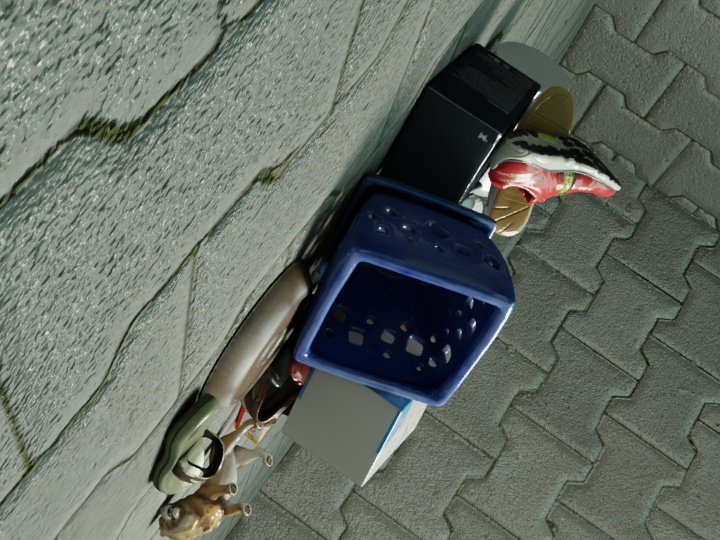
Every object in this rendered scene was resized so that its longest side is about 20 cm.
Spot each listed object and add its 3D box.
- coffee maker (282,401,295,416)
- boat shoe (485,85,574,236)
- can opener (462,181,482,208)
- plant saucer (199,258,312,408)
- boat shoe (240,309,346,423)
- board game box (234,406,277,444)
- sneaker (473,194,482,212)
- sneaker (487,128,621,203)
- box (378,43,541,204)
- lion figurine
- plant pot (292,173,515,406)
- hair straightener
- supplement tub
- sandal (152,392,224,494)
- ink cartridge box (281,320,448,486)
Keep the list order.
[{"bbox_3d":[-0.052,0.271,2.010,0.192,0.200,0.135,-54,174,-19],"label":"coffee maker"},{"bbox_3d":[0.207,-0.146,1.390,0.200,0.071,0.069,-65,-161,11],"label":"boat shoe"},{"bbox_3d":[0.082,-0.076,1.420,0.200,0.053,0.067,-25,120,-34],"label":"can opener"},{"bbox_3d":[-0.109,0.078,1.203,0.200,0.032,0.200,-54,175,-7],"label":"plant saucer"},{"bbox_3d":[-0.071,0.116,1.375,0.200,0.072,0.072,-43,-156,-1],"label":"boat shoe"},{"bbox_3d":[-0.109,0.150,1.565,0.152,0.046,0.200,-52,174,-33],"label":"board game box"},{"bbox_3d":[0.068,-0.093,1.524,0.200,0.114,0.076,-7,124,-35],"label":"sneaker"},{"bbox_3d":[0.236,-0.119,1.338,0.085,0.200,0.077,-58,-141,29],"label":"sneaker"},{"bbox_3d":[0.126,-0.175,1.364,0.149,0.107,0.200,-59,175,34],"label":"box"},{"bbox_3d":[-0.193,0.284,1.479,0.122,0.073,0.200,-18,-152,35],"label":"lion figurine"},{"bbox_3d":[0.051,0.013,1.263,0.180,0.199,0.200,-83,-164,-48],"label":"plant pot"},{"bbox_3d":[-0.076,0.062,1.343,0.077,0.041,0.200,-11,-138,33],"label":"hair straightener"},{"bbox_3d":[0.211,-0.226,1.622,0.145,0.144,0.200,-49,172,-51],"label":"supplement tub"},{"bbox_3d":[-0.179,0.201,1.171,0.080,0.057,0.201,-53,174,-31],"label":"sandal"},{"bbox_3d":[0.015,0.155,1.385,0.200,0.125,0.129,-34,153,-60],"label":"ink cartridge box"}]
